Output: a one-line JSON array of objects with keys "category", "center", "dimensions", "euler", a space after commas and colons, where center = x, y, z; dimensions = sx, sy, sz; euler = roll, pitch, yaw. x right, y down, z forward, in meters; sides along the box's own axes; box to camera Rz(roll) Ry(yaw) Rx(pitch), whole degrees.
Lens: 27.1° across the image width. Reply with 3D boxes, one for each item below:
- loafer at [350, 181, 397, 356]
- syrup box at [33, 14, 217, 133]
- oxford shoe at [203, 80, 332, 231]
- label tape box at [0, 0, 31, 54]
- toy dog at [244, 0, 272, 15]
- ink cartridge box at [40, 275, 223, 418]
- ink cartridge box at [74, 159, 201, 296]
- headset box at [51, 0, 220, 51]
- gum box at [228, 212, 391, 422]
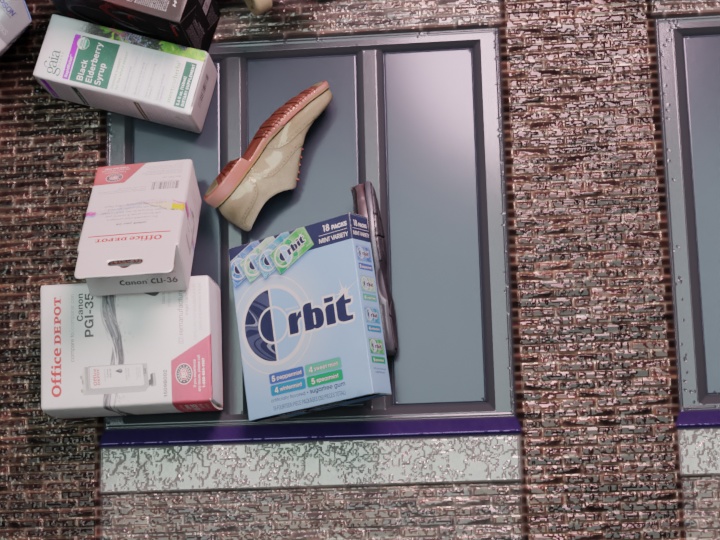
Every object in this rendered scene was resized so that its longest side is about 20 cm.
[{"category": "loafer", "center": [0.000, 0.000, 1.703], "dimensions": [0.062, 0.072, 0.203], "euler": [-9, 81, 8]}, {"category": "syrup box", "center": [-0.276, -0.231, 1.764], "dimensions": [0.197, 0.081, 0.080], "euler": [15, 80, 6]}, {"category": "oxford shoe", "center": [-0.094, -0.135, 1.747], "dimensions": [0.074, 0.071, 0.200], "euler": [43, 85, -14]}, {"category": "label tape box", "center": [-0.430, -0.287, 1.752], "dimensions": [0.200, 0.143, 0.066], "euler": [-43, 104, -4]}, {"category": "toy dog", "center": [-0.123, -0.384, 1.737], "dimensions": [0.199, 0.097, 0.132], "euler": [33, 58, 27]}, {"category": "ink cartridge box", "center": [-0.260, 0.089, 1.700], "dimensions": [0.197, 0.083, 0.149], "euler": [-4, 79, 4]}, {"category": "ink cartridge box", "center": [-0.248, -0.037, 1.676], "dimensions": [0.115, 0.068, 0.201], "euler": [-4, 39, 5]}, {"category": "headset box", "center": [-0.276, -0.321, 1.747], "dimensions": [0.198, 0.149, 0.076], "euler": [18, 80, 7]}, {"category": "gum box", "center": [-0.059, 0.055, 1.675], "dimensions": [0.168, 0.044, 0.203], "euler": [-15, 77, 30]}]
